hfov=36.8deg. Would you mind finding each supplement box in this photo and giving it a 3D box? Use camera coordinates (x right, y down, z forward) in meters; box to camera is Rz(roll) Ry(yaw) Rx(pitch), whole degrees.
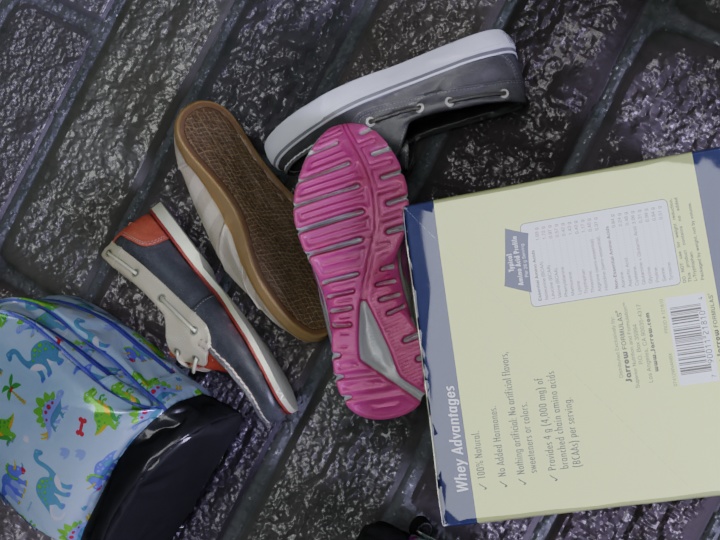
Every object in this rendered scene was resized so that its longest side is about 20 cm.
[{"bbox_3d":[0.145,0.048,0.697,0.197,0.134,0.203,-9,80,13],"label":"supplement box"}]

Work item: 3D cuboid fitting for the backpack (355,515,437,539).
[{"bbox_3d":[0.070,0.266,0.693,0.197,0.127,0.169,18,84,13],"label":"backpack"}]

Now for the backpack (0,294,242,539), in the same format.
[{"bbox_3d":[-0.211,0.103,0.792,0.200,0.153,0.164,47,112,29],"label":"backpack"}]

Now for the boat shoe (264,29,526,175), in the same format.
[{"bbox_3d":[0.028,-0.105,0.788,0.198,0.070,0.067,-22,76,3],"label":"boat shoe"}]

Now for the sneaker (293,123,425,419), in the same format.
[{"bbox_3d":[0.000,0.000,0.760,0.080,0.088,0.203,-7,89,0],"label":"sneaker"}]

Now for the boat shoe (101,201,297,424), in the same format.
[{"bbox_3d":[-0.119,0.038,0.799,0.062,0.071,0.201,-37,69,-6],"label":"boat shoe"}]

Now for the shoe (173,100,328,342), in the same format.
[{"bbox_3d":[-0.079,-0.033,0.815,0.069,0.053,0.202,-27,82,-29],"label":"shoe"}]
